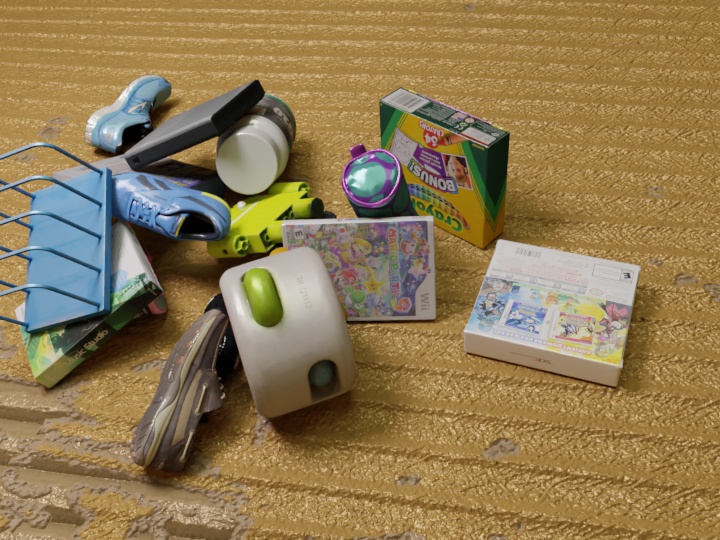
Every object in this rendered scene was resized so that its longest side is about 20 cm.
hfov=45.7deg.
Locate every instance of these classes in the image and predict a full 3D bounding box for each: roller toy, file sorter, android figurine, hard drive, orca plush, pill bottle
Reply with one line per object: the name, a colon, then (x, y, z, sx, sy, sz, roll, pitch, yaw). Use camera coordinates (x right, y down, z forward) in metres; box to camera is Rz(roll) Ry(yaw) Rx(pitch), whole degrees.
roller toy: (-0.082, 0.071, 1.032, 0.138, 0.185, 0.200, -17, 9, -10)
file sorter: (-0.412, -0.043, 1.095, 0.137, 0.122, 0.203, -14, 68, 22)
android figurine: (-0.151, -0.072, 1.249, 0.198, 0.042, 0.182, 2, 35, 41)
hard drive: (-0.252, -0.221, 1.300, 0.198, 0.033, 0.140, -13, 27, 36)
orca plush: (-0.200, 0.092, 1.102, 0.104, 0.072, 0.201, 13, 46, 19)
pill bottle: (-0.164, -0.199, 1.340, 0.111, 0.115, 0.201, -3, 26, 3)

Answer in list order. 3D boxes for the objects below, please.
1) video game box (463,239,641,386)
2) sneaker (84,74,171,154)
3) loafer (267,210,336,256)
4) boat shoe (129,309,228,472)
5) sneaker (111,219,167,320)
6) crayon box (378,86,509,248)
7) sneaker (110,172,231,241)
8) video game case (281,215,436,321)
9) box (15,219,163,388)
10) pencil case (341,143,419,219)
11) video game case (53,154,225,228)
video game box: (0.253, 0.050, 1.114, 0.197, 0.047, 0.183, 12, 44, 19)
sneaker: (-0.397, -0.269, 1.525, 0.089, 0.079, 0.201, 30, 55, 9)
loafer: (-0.100, -0.019, 1.207, 0.070, 0.069, 0.201, 28, 55, 13)
boat shoe: (-0.203, 0.146, 1.022, 0.074, 0.073, 0.202, -6, 57, 62)
sneaker: (-0.345, 0.004, 1.222, 0.094, 0.079, 0.201, -29, 44, -2)
crayon box: (0.118, -0.151, 1.247, 0.199, 0.174, 0.058, 30, 50, 33)
sneaker: (-0.273, -0.083, 1.160, 0.197, 0.067, 0.079, 13, 23, -4)
video game case: (0.000, 0.000, 1.125, 0.196, 0.145, 0.018, -2, 25, 5)
box: (-0.368, 0.042, 1.147, 0.199, 0.036, 0.145, -41, 48, 2)
pencil case: (0.032, -0.090, 1.176, 0.084, 0.200, 0.094, -22, 68, 4)
video game case: (-0.336, -0.130, 1.321, 0.179, 0.046, 0.200, 16, 24, 23)
